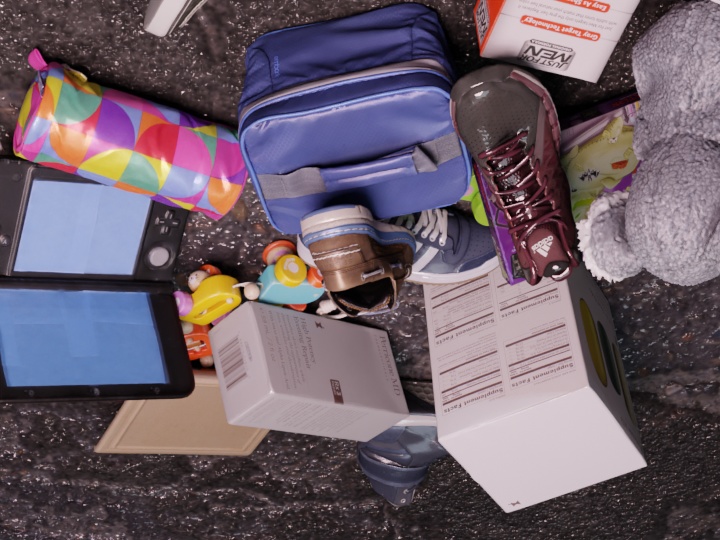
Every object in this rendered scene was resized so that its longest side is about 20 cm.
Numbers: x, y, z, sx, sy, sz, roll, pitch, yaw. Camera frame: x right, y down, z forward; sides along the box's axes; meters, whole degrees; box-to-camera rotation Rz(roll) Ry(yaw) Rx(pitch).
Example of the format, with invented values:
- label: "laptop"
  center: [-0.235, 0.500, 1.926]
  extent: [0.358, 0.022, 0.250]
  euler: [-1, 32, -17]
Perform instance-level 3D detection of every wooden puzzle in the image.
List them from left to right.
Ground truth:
- label: "wooden puzzle"
  center: [-0.170, 0.148, 1.311]
  extent: [0.183, 0.038, 0.200]
  euler: [6, 147, -29]

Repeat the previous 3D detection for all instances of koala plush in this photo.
- label: "koala plush"
  center: [0.255, -0.076, 0.915]
  extent: [0.176, 0.201, 0.184]
  euler: [5, 148, 46]

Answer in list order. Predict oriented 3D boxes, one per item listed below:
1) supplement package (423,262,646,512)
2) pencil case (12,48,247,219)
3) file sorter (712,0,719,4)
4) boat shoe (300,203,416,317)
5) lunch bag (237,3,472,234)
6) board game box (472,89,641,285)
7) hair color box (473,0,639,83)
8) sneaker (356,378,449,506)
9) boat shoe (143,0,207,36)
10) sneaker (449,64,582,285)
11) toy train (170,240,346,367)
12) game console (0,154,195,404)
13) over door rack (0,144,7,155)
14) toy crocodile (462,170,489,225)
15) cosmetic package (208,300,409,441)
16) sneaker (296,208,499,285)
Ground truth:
- label: "supplement package"
  center: [0.163, 0.092, 1.177]
  extent: [0.149, 0.201, 0.152]
  euler: [-23, 135, 20]
- label: "pencil case"
  center: [-0.190, -0.110, 1.027]
  extent: [0.198, 0.089, 0.089]
  euler: [20, 133, -24]
- label: "file sorter"
  center: [0.317, -0.280, 0.844]
  extent: [0.137, 0.125, 0.201]
  euler: [14, 135, -17]
- label: "boat shoe"
  center: [0.000, 0.000, 1.009]
  extent: [0.071, 0.073, 0.200]
  euler: [-12, 169, 18]
- label: "lunch bag"
  center: [0.004, -0.115, 0.995]
  extent: [0.198, 0.133, 0.137]
  euler: [-11, 137, 9]
- label: "board game box"
  center: [0.202, -0.077, 1.057]
  extent: [0.198, 0.032, 0.121]
  euler: [-22, 118, -5]
- label: "hair color box"
  center: [0.162, -0.238, 0.876]
  extent: [0.100, 0.062, 0.201]
  euler: [10, 135, -14]
- label: "sneaker"
  center: [0.092, 0.195, 1.365]
  extent: [0.200, 0.077, 0.147]
  euler: [7, 126, 4]
- label: "boat shoe"
  center: [-0.092, -0.241, 0.900]
  extent: [0.063, 0.071, 0.200]
  euler: [25, 129, -26]
- label: "sneaker"
  center: [0.131, -0.059, 0.930]
  extent: [0.075, 0.116, 0.200]
  euler: [-21, 143, 16]
- label: "toy train"
  center: [-0.115, 0.029, 1.207]
  extent: [0.198, 0.056, 0.150]
  euler: [-17, 154, 5]
- label: "game console"
  center: [-0.228, 0.008, 1.048]
  extent: [0.198, 0.119, 0.174]
  euler: [2, 116, -37]
- label: "over door rack"
  center: [-0.383, -0.110, 1.012]
  extent: [0.146, 0.067, 0.200]
  euler: [-20, 156, 17]
- label: "toy crocodile"
  center: [0.149, -0.077, 1.095]
  extent: [0.198, 0.068, 0.062]
  euler: [11, 132, -18]
- label: "cosmetic package"
  center: [-0.048, 0.102, 1.208]
  extent: [0.074, 0.103, 0.199]
  euler: [-35, 149, 33]
- label: "sneaker"
  center: [0.041, -0.048, 1.116]
  extent: [0.197, 0.071, 0.109]
  euler: [2, 139, -1]
